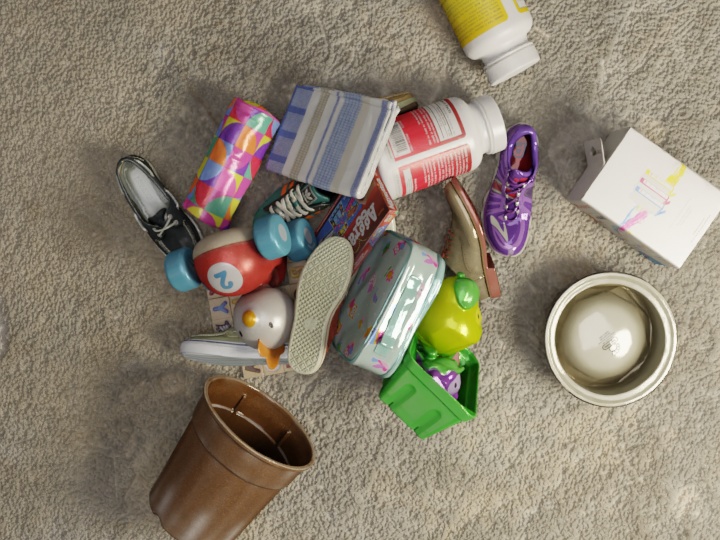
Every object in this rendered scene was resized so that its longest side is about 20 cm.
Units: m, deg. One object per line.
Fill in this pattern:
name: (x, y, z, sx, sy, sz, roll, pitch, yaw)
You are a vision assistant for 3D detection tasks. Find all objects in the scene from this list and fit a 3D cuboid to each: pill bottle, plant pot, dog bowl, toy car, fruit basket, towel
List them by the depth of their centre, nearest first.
toy car: (-0.153, 0.044, 1.313, 0.182, 0.177, 0.203, -19, 82, 19)
fruit basket: (0.126, 0.112, 1.317, 0.155, 0.216, 0.216, 44, 94, -7)
towel: (-0.044, -0.191, 1.317, 0.198, 0.024, 0.149, 19, 87, 38)
pill bottle: (0.184, -0.381, 1.332, 0.110, 0.111, 0.202, -26, 92, 4)
pill bottle: (0.109, -0.187, 1.342, 0.197, 0.112, 0.114, -20, 93, -5)
plant pot: (-0.202, 0.299, 1.362, 0.199, 0.200, 0.199, 36, 103, -1)
dog bowl: (0.370, 0.100, 1.377, 0.197, 0.074, 0.204, 0, 94, 1)

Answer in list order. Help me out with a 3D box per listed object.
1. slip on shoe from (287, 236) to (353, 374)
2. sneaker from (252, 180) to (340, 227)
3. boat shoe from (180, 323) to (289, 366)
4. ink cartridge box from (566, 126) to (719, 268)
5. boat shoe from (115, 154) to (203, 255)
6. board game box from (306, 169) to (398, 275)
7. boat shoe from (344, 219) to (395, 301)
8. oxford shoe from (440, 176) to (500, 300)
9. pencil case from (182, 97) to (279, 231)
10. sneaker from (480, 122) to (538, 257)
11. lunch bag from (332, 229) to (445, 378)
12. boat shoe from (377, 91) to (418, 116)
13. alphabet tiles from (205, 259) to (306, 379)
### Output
slip on shoe: (-0.057, 0.049, 1.308, 0.073, 0.061, 0.203, 15, 91, 12)
sneaker: (-0.085, -0.113, 1.373, 0.199, 0.080, 0.072, -35, 92, 7)
boat shoe: (-0.177, 0.111, 1.402, 0.197, 0.072, 0.063, 2, 71, -2)
ink cartridge box: (0.405, -0.114, 1.334, 0.199, 0.129, 0.126, 34, 95, 0)
boat shoe: (-0.311, -0.086, 1.395, 0.075, 0.060, 0.201, -38, 92, 4)
board game box: (-0.019, -0.056, 1.329, 0.201, 0.019, 0.104, -54, 49, 37)
boat shoe: (-0.003, -0.001, 1.386, 0.071, 0.060, 0.205, 14, 97, -26)
oxford shoe: (0.152, -0.039, 1.359, 0.074, 0.071, 0.202, -17, 109, 8)
pencil case: (-0.197, -0.159, 1.378, 0.088, 0.088, 0.202, 28, 97, 0)
sneaker: (0.226, -0.121, 1.362, 0.079, 0.083, 0.203, 5, 95, 2)
lunch bag: (0.038, 0.051, 1.291, 0.076, 0.160, 0.202, 25, 92, -21)
boat shoe: (-0.014, -0.238, 1.374, 0.197, 0.072, 0.077, -21, 79, 2)
alphabet tiles: (-0.153, 0.063, 1.426, 0.165, 0.008, 0.203, -10, 93, 3)
